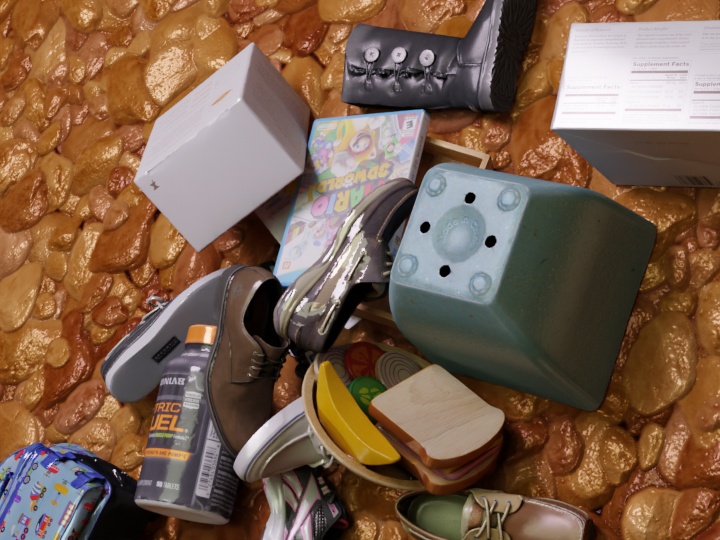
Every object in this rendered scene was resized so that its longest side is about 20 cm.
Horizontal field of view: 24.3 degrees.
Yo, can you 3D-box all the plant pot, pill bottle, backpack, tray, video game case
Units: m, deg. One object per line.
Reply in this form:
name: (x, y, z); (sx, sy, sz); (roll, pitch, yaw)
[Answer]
plant pot: (0.135, -0.004, 1.598); (0.195, 0.200, 0.197); (13, 79, 35)
pill bottle: (-0.169, 0.161, 1.781); (0.106, 0.106, 0.201); (2, 72, 32)
backpack: (-0.345, 0.271, 1.833); (0.200, 0.134, 0.183); (28, 87, 39)
tray: (0.056, -0.038, 1.733); (0.098, 0.037, 0.201); (18, 73, 19)
video game case: (-0.011, -0.072, 1.741); (0.142, 0.018, 0.201); (-2, 64, 34)

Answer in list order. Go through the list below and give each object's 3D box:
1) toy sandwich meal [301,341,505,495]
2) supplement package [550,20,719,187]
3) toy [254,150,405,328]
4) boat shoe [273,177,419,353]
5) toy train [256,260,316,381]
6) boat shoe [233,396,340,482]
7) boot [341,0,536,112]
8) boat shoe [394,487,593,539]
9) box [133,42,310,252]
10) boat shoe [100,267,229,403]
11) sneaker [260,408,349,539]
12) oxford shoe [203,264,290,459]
toy sandwich meal: (0.041, 0.132, 1.620); (0.206, 0.204, 0.070); (58, 139, 33)
supplement package: (0.308, -0.155, 1.574); (0.199, 0.156, 0.112); (4, 75, 33)
toy: (-0.021, -0.038, 1.795); (0.115, 0.047, 0.200); (-38, 67, -2)
boat shoe: (0.000, 0.000, 1.644); (0.073, 0.075, 0.200); (37, 84, 17)
toy train: (-0.065, 0.066, 1.799); (0.046, 0.034, 0.201); (-31, 57, 4)
boat shoe: (-0.033, 0.162, 1.679); (0.199, 0.071, 0.070); (-30, 64, -29)
boot: (0.081, -0.250, 1.814); (0.199, 0.066, 0.166); (6, 74, 38)
boat shoe: (0.120, 0.244, 1.590); (0.199, 0.074, 0.076); (0, 72, 32)
box: (-0.146, -0.137, 1.821); (0.152, 0.106, 0.200); (-36, 20, 16)
boat shoe: (-0.207, 0.063, 1.866); (0.199, 0.074, 0.068); (-46, 35, 2)
sneaker: (-0.053, 0.241, 1.712); (0.086, 0.080, 0.201); (-2, 67, 6)
oxford shoe: (-0.112, 0.097, 1.710); (0.084, 0.072, 0.201); (5, 96, 54)
